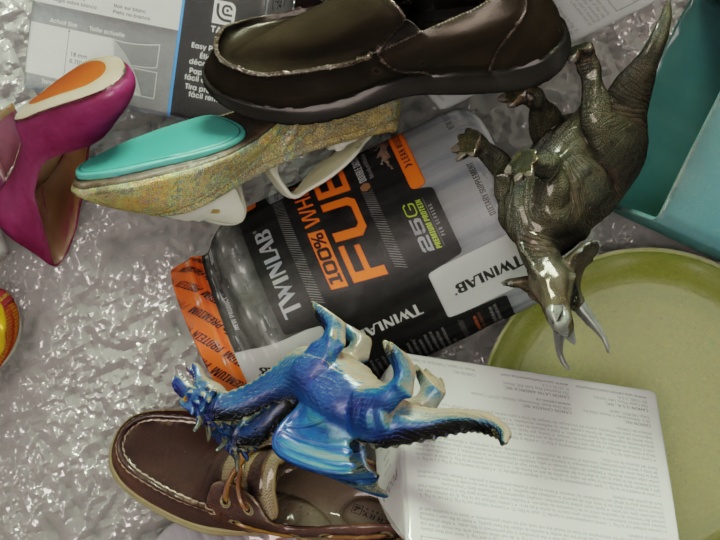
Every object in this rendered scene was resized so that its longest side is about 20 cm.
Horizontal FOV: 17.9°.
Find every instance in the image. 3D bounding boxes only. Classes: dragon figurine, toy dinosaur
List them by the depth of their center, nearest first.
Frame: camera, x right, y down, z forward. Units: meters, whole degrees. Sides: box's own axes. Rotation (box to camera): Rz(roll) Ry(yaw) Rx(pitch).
[{"bbox_3d":[-0.008,0.083,1.202,0.199,0.059,0.100,28,86,31],"label":"dragon figurine"},{"bbox_3d":[0.114,-0.058,1.234,0.077,0.102,0.201,5,57,42],"label":"toy dinosaur"}]

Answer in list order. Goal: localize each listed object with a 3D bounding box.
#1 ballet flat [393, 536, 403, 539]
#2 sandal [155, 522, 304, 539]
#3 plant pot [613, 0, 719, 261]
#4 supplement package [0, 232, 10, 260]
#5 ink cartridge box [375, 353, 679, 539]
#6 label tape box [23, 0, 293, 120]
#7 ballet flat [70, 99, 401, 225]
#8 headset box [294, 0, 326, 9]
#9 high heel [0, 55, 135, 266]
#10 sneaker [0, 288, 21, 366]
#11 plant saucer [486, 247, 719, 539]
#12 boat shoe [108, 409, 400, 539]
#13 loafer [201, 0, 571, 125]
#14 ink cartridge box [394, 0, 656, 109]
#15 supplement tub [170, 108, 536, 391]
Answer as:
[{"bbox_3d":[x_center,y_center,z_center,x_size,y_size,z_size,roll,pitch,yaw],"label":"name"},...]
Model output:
[{"bbox_3d":[-0.022,0.219,1.275,0.063,0.068,0.201,36,106,33],"label":"ballet flat"},{"bbox_3d":[-0.020,0.169,1.338,0.205,0.059,0.080,-14,66,-6],"label":"sandal"},{"bbox_3d":[0.262,-0.052,1.287,0.199,0.141,0.142,27,91,-10],"label":"plant pot"},{"bbox_3d":[-0.328,-0.060,1.316,0.155,0.111,0.201,-27,88,14],"label":"supplement package"},{"bbox_3d":[0.092,0.142,1.234,0.160,0.050,0.201,10,48,-13],"label":"ink cartridge box"},{"bbox_3d":[-0.108,-0.193,1.311,0.143,0.063,0.202,12,104,13],"label":"label tape box"},{"bbox_3d":[-0.061,-0.063,1.256,0.199,0.071,0.071,-27,89,-21],"label":"ballet flat"},{"bbox_3d":[0.047,-0.223,1.271,0.147,0.201,0.075,12,46,2],"label":"headset box"},{"bbox_3d":[-0.157,-0.060,1.289,0.067,0.200,0.096,-39,102,-25],"label":"high heel"},{"bbox_3d":[-0.279,0.086,1.345,0.073,0.077,0.201,37,93,0],"label":"sneaker"},{"bbox_3d":[0.168,0.087,1.346,0.198,0.031,0.202,0,90,2],"label":"plant saucer"},{"bbox_3d":[-0.048,0.117,1.288,0.198,0.072,0.073,19,67,9],"label":"boat shoe"},{"bbox_3d":[0.010,-0.132,1.209,0.198,0.073,0.072,-8,129,8],"label":"loafer"},{"bbox_3d":[0.074,-0.190,1.214,0.199,0.050,0.162,-27,124,30],"label":"ink cartridge box"},{"bbox_3d":[0.000,0.000,1.308,0.199,0.123,0.123,-26,89,2],"label":"supplement tub"}]
